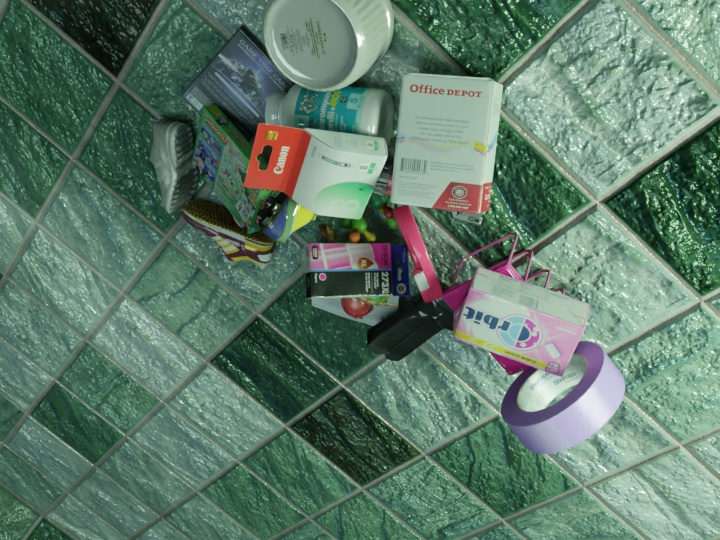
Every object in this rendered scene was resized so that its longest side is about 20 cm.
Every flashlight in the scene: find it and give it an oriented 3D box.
[{"bbox_3d":[0.114,-0.139,1.394,0.200,0.068,0.068,13,134,-3],"label":"flashlight"}]

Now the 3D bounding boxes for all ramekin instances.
[{"bbox_3d":[-0.057,-0.372,1.279,0.200,0.105,0.200,13,131,16],"label":"ramekin"}]

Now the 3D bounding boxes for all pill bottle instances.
[{"bbox_3d":[-0.053,-0.251,1.367,0.200,0.111,0.111,9,129,17],"label":"pill bottle"}]

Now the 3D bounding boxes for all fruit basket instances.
[{"bbox_3d":[-0.009,0.032,1.609,0.185,0.094,0.200,17,147,13],"label":"fruit basket"}]

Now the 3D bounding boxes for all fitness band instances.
[{"bbox_3d":[0.100,-0.028,1.430,0.037,0.144,0.200,-19,149,5],"label":"fitness band"}]

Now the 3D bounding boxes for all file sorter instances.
[{"bbox_3d":[0.269,0.053,1.448,0.139,0.126,0.200,-28,111,37],"label":"file sorter"}]

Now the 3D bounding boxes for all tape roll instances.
[{"bbox_3d":[0.332,0.207,1.372,0.200,0.200,0.066,-27,108,39],"label":"tape roll"}]

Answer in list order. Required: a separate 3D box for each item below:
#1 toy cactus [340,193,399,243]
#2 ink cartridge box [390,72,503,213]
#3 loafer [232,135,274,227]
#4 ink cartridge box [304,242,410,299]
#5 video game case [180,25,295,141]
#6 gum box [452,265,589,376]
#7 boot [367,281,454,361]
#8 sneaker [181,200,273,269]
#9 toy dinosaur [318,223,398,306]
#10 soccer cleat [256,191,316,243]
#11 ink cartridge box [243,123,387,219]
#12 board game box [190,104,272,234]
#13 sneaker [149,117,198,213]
[{"bbox_3d":[-0.016,-0.141,1.464,0.200,0.102,0.165,28,124,15],"label":"toy cactus"},{"bbox_3d":[0.135,-0.197,1.288,0.145,0.083,0.200,9,101,20],"label":"ink cartridge box"},{"bbox_3d":[-0.188,-0.153,1.538,0.068,0.076,0.200,27,133,14],"label":"loafer"},{"bbox_3d":[0.000,0.000,1.467,0.200,0.095,0.037,-1,175,-23],"label":"ink cartridge box"},{"bbox_3d":[-0.212,-0.314,1.460,0.143,0.019,0.200,45,131,-13],"label":"video game case"},{"bbox_3d":[0.253,0.081,1.346,0.200,0.066,0.114,20,130,8],"label":"gum box"},{"bbox_3d":[0.132,0.122,1.581,0.165,0.066,0.200,38,123,-18],"label":"boot"},{"bbox_3d":[-0.269,-0.066,1.648,0.200,0.075,0.090,24,128,8],"label":"sneaker"},{"bbox_3d":[-0.034,0.013,1.493,0.106,0.060,0.200,-30,98,24],"label":"toy dinosaur"},{"bbox_3d":[-0.092,-0.131,1.432,0.200,0.065,0.084,-46,126,7],"label":"soccer cleat"},{"bbox_3d":[-0.075,-0.154,1.318,0.200,0.050,0.161,3,146,-16],"label":"ink cartridge box"},{"bbox_3d":[-0.229,-0.180,1.481,0.200,0.029,0.135,50,137,24],"label":"board game box"},{"bbox_3d":[-0.364,-0.205,1.599,0.082,0.075,0.200,28,129,23],"label":"sneaker"}]
